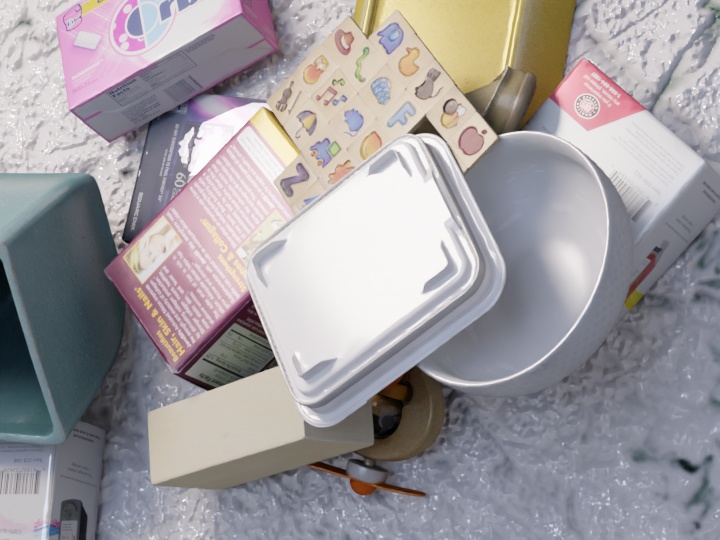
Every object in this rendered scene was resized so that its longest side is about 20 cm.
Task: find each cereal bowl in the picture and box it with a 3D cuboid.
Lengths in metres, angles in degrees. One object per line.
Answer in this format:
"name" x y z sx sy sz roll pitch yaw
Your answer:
"cereal bowl" 0.120 0.004 1.489 0.199 0.083 0.202 -18 58 31

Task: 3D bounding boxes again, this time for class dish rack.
"dish rack" 0.000 0.000 1.497 0.199 0.043 0.172 -37 53 18

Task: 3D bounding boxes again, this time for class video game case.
"video game case" -0.110 -0.082 1.770 0.199 0.019 0.144 8 80 28

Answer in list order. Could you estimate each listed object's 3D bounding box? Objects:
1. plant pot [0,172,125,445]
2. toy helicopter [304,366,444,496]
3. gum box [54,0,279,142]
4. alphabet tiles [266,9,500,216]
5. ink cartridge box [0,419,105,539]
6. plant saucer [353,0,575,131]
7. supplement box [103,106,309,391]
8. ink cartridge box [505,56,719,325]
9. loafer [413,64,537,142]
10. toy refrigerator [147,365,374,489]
"plant pot" -0.309 0.009 1.728 0.195 0.200 0.197 1 120 26
"toy helicopter" -0.016 0.128 1.648 0.199 0.079 0.133 -14 79 34
"gum box" -0.180 -0.211 1.799 0.199 0.066 0.114 -27 54 18
"alphabet tiles" 0.002 -0.106 1.571 0.167 0.008 0.200 -45 51 13
"ink cartridge box" -0.310 0.228 1.745 0.146 0.086 0.202 -2 76 25
"plant saucer" 0.073 -0.195 1.684 0.198 0.048 0.202 6 79 23
"supplement box" -0.093 -0.012 1.670 0.200 0.103 0.131 -44 58 9
"ink cartridge box" 0.170 -0.040 1.582 0.200 0.083 0.145 -48 61 7
"loafer" 0.065 -0.103 1.613 0.200 0.067 0.076 -42 16 39
"toy refrigerator" -0.083 0.124 1.617 0.199 0.076 0.071 -22 67 45
